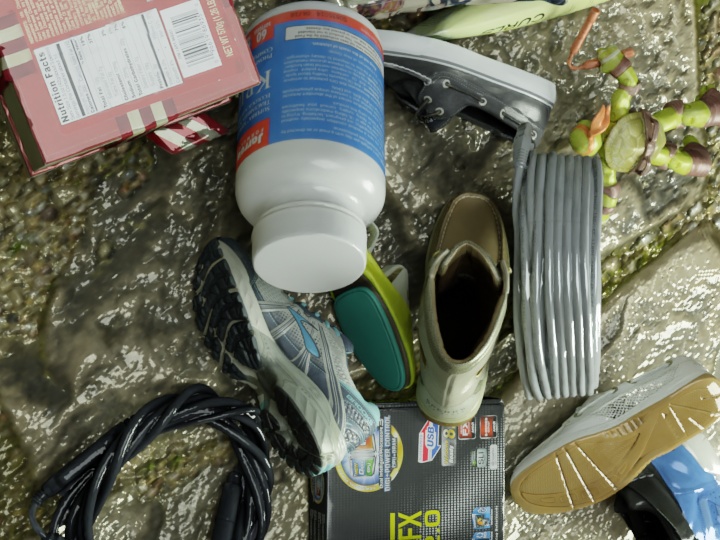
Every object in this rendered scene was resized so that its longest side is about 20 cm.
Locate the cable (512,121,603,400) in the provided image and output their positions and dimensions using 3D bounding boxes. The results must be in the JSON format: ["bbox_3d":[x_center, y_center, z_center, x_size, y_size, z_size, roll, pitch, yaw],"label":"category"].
[{"bbox_3d":[0.158,0.004,1.219,0.069,0.200,0.200,-1,59,8],"label":"cable"}]

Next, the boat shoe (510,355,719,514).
[{"bbox_3d":[0.213,0.139,1.310,0.200,0.069,0.071,-28,121,-1],"label":"boat shoe"}]

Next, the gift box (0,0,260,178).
[{"bbox_3d":[-0.170,-0.168,1.081,0.200,0.187,0.185,-18,96,-16],"label":"gift box"}]

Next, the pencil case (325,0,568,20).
[{"bbox_3d":[0.068,-0.237,1.195,0.199,0.090,0.078,-7,117,-2],"label":"pencil case"}]

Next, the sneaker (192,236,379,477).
[{"bbox_3d":[-0.058,0.060,1.184,0.086,0.078,0.200,-22,78,-37],"label":"sneaker"}]

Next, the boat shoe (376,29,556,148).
[{"bbox_3d":[0.070,-0.144,1.252,0.200,0.070,0.066,14,83,-29],"label":"boat shoe"}]

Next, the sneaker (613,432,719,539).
[{"bbox_3d":[0.300,0.238,1.335,0.111,0.077,0.200,-43,101,-23],"label":"sneaker"}]

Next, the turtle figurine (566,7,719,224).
[{"bbox_3d":[0.237,-0.123,1.299,0.161,0.064,0.201,-7,110,-29],"label":"turtle figurine"}]

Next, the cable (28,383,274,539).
[{"bbox_3d":[-0.142,0.182,1.168,0.200,0.051,0.163,-38,104,-19],"label":"cable"}]

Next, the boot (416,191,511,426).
[{"bbox_3d":[0.083,0.006,1.189,0.072,0.155,0.200,8,67,4],"label":"boot"}]

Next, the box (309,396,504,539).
[{"bbox_3d":[0.038,0.205,1.246,0.160,0.044,0.201,1,90,-23],"label":"box"}]

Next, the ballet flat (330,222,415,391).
[{"bbox_3d":[0.000,0.000,1.223,0.067,0.067,0.200,-41,104,-34],"label":"ballet flat"}]

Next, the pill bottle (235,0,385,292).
[{"bbox_3d":[-0.037,-0.090,1.132,0.112,0.112,0.200,14,56,-22],"label":"pill bottle"}]

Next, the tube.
[{"bbox_3d":[0.125,-0.221,1.273,0.200,0.058,0.052,-23,60,-26],"label":"tube"}]
